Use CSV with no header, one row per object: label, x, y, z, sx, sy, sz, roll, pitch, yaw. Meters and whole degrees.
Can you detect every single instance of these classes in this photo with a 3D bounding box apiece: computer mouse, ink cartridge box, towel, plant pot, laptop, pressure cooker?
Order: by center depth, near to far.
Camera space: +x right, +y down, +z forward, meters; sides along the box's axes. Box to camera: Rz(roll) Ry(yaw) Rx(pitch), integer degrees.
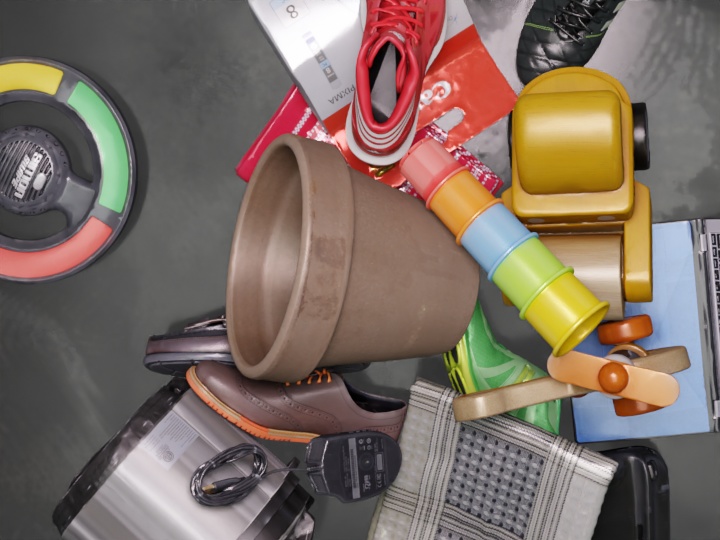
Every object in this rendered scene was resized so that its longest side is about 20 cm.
plant pot,0.000,0.000,1.279,0.173,0.200,0.202,9,97,-19
computer mouse,-0.052,0.164,1.286,0.199,0.034,0.059,-1,89,-32
laptop,0.276,0.056,1.311,0.115,0.200,0.189,-9,96,-28
ink cartridge box,0.022,-0.186,1.322,0.159,0.047,0.201,-33,87,-3
pressure cooker,-0.140,0.215,1.327,0.200,0.179,0.176,41,95,1
towel,0.103,0.211,1.329,0.191,0.035,0.201,22,117,17
towel,0.005,-0.083,1.364,0.200,0.022,0.145,38,98,0

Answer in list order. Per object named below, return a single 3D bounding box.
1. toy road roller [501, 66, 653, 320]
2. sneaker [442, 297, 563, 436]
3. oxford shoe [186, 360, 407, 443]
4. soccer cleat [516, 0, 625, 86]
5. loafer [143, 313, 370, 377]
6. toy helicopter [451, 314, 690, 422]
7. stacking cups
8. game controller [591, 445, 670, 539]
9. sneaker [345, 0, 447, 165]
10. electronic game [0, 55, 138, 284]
toy road roller,0.172,-0.066,1.266,0.122,0.146,0.202,-2,77,13
sneaker,0.129,0.103,1.353,0.083,0.074,0.201,-27,97,-9
oxford shoe,-0.053,0.107,1.342,0.199,0.071,0.073,21,109,-23
soccer cleat,0.195,-0.238,1.302,0.067,0.081,0.201,35,97,1
loafer,-0.090,0.059,1.371,0.198,0.072,0.064,-1,73,0
toy helicopter,0.172,0.093,1.259,0.198,0.132,0.080,-13,91,-9
stacking cups,0.104,-0.021,1.227,0.061,0.060,0.200,-47,73,7
game controller,0.222,0.254,1.356,0.103,0.042,0.202,-4,98,-13
sneaker,0.036,-0.192,1.237,0.078,0.116,0.202,6,79,-4
electronic game,-0.294,-0.088,1.378,0.198,0.042,0.202,0,95,4
